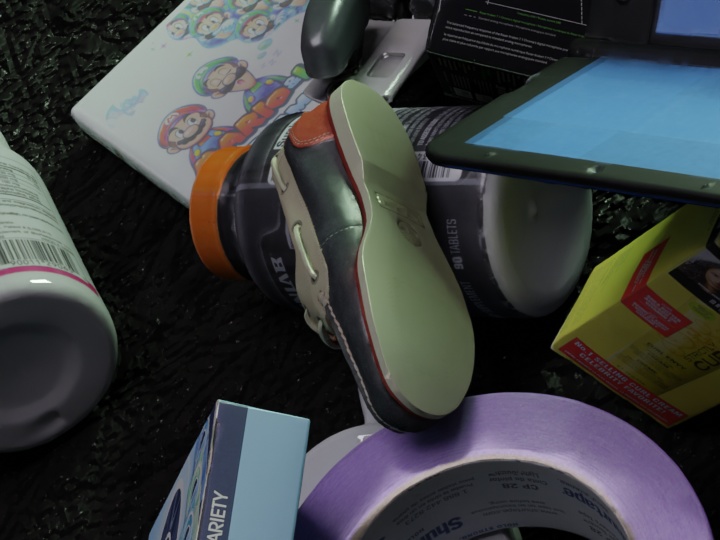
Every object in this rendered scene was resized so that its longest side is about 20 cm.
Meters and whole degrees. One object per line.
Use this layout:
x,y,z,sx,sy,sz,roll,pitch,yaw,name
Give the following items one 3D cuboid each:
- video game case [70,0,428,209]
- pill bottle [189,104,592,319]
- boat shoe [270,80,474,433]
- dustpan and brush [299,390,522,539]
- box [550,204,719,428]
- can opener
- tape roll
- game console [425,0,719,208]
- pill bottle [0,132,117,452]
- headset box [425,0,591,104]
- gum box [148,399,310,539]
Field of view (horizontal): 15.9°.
-0.052,-0.123,1.491,0.200,0.024,0.182,-45,42,-9,video game case
0.009,-0.030,1.307,0.199,0.106,0.107,0,54,35,pill bottle
0.000,0.000,1.179,0.062,0.071,0.201,-38,44,25,boat shoe
0.008,0.101,1.241,0.139,0.057,0.201,-12,53,10,dustpan and brush
0.153,0.013,1.114,0.050,0.075,0.200,-57,6,-19,box
0.026,-0.158,1.388,0.053,0.067,0.200,5,43,28,can opener
0.060,0.154,1.107,0.199,0.066,0.201,-9,54,13,tape roll
0.141,-0.112,1.047,0.199,0.118,0.172,11,93,44,game console
-0.215,-0.001,1.431,0.113,0.114,0.200,-35,41,3,pill bottle
0.101,-0.182,1.251,0.092,0.174,0.201,13,88,5,headset box
-0.072,0.170,1.114,0.044,0.200,0.171,12,66,-8,gum box
